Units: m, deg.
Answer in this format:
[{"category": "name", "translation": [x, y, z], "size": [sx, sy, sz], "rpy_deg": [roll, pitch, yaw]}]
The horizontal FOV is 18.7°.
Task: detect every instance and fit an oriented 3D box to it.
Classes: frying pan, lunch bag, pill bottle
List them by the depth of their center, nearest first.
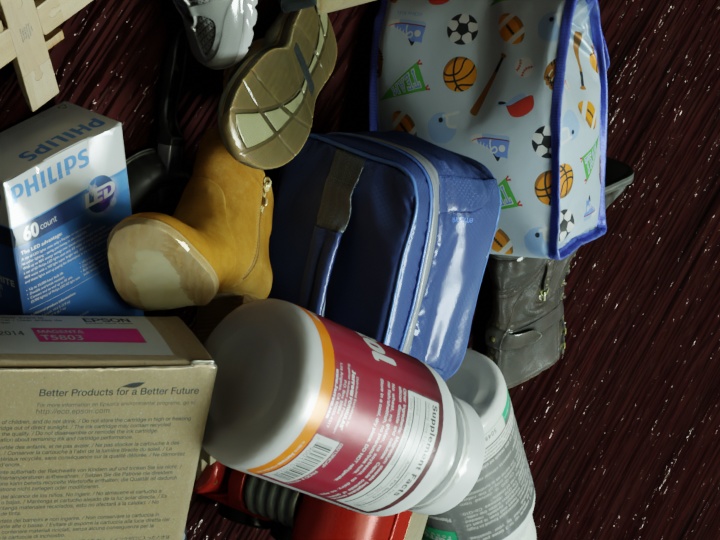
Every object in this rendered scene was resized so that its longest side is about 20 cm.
[{"category": "pill bottle", "translation": [-0.010, 0.099, 1.461], "size": [0.199, 0.113, 0.114], "rpy_deg": [26, 85, -45]}, {"category": "frying pan", "translation": [-0.130, -0.062, 1.526], "size": [0.115, 0.031, 0.191], "rpy_deg": [36, 80, -55]}, {"category": "lunch bag", "translation": [0.000, 0.000, 1.591], "size": [0.132, 0.135, 0.202], "rpy_deg": [-3, 109, -52]}, {"category": "lunch bag", "translation": [0.099, -0.122, 1.669], "size": [0.124, 0.169, 0.202], "rpy_deg": [-29, 120, -60]}, {"category": "pill bottle", "translation": [0.087, 0.171, 1.864], "size": [0.113, 0.113, 0.201], "rpy_deg": [-48, 139, -29]}]

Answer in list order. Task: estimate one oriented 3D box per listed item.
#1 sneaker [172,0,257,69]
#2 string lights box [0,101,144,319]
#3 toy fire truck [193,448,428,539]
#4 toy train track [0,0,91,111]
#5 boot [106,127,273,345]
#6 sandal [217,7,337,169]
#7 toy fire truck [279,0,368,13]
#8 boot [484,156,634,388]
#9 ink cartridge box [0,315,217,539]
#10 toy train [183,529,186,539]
[{"category": "sneaker", "translation": [-0.127, -0.217, 1.432], "size": [0.082, 0.075, 0.201], "rpy_deg": [-30, 125, -23]}, {"category": "string lights box", "translation": [-0.199, 0.004, 1.429], "size": [0.103, 0.059, 0.201], "rpy_deg": [-31, 129, -39]}, {"category": "toy fire truck", "translation": [-0.058, 0.142, 1.575], "size": [0.200, 0.175, 0.130], "rpy_deg": [7, 101, -63]}, {"category": "toy train track", "translation": [-0.245, -0.128, 1.334], "size": [0.200, 0.032, 0.115], "rpy_deg": [-41, 144, -27]}, {"category": "boot", "translation": [-0.110, -0.036, 1.463], "size": [0.201, 0.070, 0.145], "rpy_deg": [57, 33, -57]}, {"category": "sandal", "translation": [-0.066, -0.133, 1.532], "size": [0.200, 0.054, 0.081], "rpy_deg": [-68, 144, -53]}, {"category": "toy fire truck", "translation": [-0.020, -0.299, 1.494], "size": [0.128, 0.201, 0.177], "rpy_deg": [-15, 127, -1]}, {"category": "boot", "translation": [0.167, 0.003, 1.945], "size": [0.199, 0.069, 0.175], "rpy_deg": [-32, 133, -33]}, {"category": "ink cartridge box", "translation": [-0.205, 0.114, 1.383], "size": [0.199, 0.075, 0.166], "rpy_deg": [2, 114, -27]}, {"category": "toy train", "translation": [-0.154, 0.145, 1.572], "size": [0.201, 0.034, 0.046], "rpy_deg": [80, 31, -47]}]
